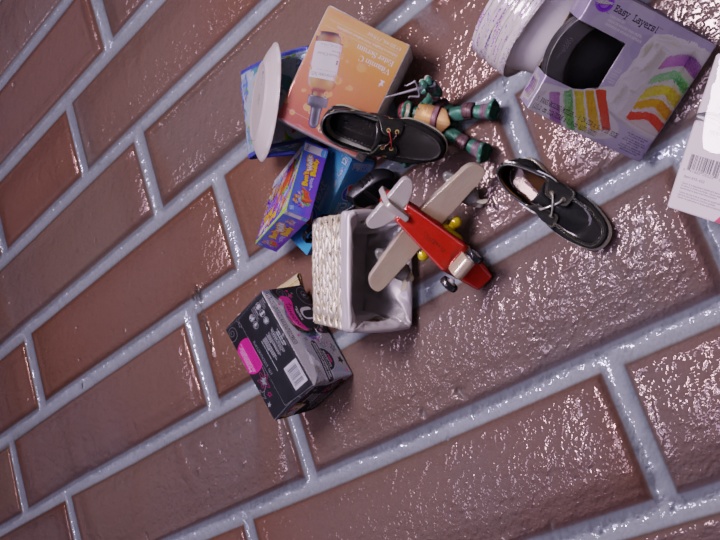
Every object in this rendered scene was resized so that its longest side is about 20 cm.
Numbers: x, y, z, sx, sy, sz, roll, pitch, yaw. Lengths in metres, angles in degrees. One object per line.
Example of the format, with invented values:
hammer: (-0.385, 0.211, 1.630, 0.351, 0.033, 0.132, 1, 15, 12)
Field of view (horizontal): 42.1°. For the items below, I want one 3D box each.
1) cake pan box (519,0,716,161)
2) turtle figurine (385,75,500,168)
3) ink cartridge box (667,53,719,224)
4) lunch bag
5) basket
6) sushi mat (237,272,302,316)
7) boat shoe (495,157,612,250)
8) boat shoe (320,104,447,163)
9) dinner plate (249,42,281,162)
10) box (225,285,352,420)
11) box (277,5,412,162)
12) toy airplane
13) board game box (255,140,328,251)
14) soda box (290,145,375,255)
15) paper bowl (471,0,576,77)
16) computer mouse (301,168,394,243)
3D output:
cake pan box: (0.334, -0.264, 1.234, 0.185, 0.199, 0.052, -60, 19, 22)
turtle figurine: (0.117, -0.241, 1.490, 0.199, 0.101, 0.151, 16, 121, 25)
ink cartridge box: (0.490, -0.153, 1.157, 0.144, 0.084, 0.201, 26, 109, 39)
lunch bag: (-0.133, -0.299, 1.702, 0.199, 0.127, 0.171, -7, 86, 33)
basket: (0.000, 0.000, 1.573, 0.123, 0.135, 0.202, 2, 93, 54)
sushi mat: (-0.169, 0.090, 1.816, 0.200, 0.012, 0.096, -33, 69, 38)
boat shoe: (0.279, -0.096, 1.366, 0.200, 0.067, 0.072, 46, 118, 31)
boat shoe: (0.035, -0.205, 1.448, 0.200, 0.063, 0.074, 16, 114, 6)
dinner plate: (-0.164, -0.284, 1.576, 0.200, 0.024, 0.202, -173, 90, -73)
box: (-0.129, 0.146, 1.704, 0.132, 0.114, 0.201, -43, 69, 33)
box: (-0.023, -0.304, 1.543, 0.152, 0.106, 0.201, 26, 94, 4)
toy airplane: (0.104, -0.066, 1.477, 0.198, 0.141, 0.201, -3, 103, 10)
board game box: (-0.124, -0.128, 1.662, 0.200, 0.045, 0.135, 143, 144, -64)
soda box: (-0.054, -0.127, 1.672, 0.068, 0.064, 0.201, 44, 118, 34)
paper bowl: (0.256, -0.355, 1.295, 0.104, 0.200, 0.201, 41, 119, 13)
computer mouse: (-0.025, -0.115, 1.621, 0.199, 0.059, 0.034, -35, 59, 13)
